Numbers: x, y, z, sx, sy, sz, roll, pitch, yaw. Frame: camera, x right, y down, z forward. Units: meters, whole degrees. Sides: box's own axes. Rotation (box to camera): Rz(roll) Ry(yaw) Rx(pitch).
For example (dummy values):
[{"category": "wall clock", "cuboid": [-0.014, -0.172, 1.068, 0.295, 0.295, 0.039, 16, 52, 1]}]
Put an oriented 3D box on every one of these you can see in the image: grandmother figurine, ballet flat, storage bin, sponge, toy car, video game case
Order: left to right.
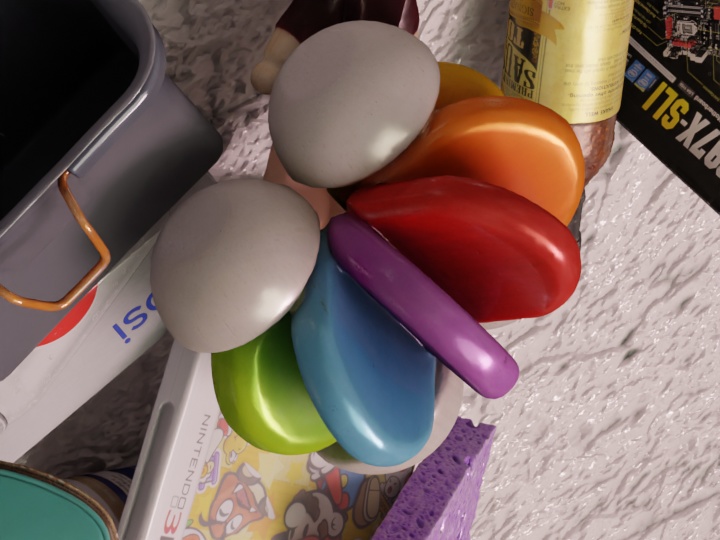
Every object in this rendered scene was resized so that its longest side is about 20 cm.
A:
[{"category": "ballet flat", "cuboid": [-0.207, 0.115, 1.105, 0.200, 0.071, 0.065, 7, 164, -10]}, {"category": "storage bin", "cuboid": [-0.151, -0.037, 1.100, 0.200, 0.146, 0.134, -46, 155, 4]}, {"category": "video game case", "cuboid": [-0.046, 0.124, 1.286, 0.200, 0.023, 0.182, 18, 88, -53]}, {"category": "grandmother figurine", "cuboid": [-0.004, -0.103, 1.193, 0.121, 0.061, 0.200, -23, 128, -64]}, {"category": "toy car", "cuboid": [0.022, 0.003, 1.120, 0.200, 0.150, 0.175, -53, 131, -9]}, {"category": "sponge", "cuboid": [0.028, 0.163, 1.354, 0.200, 0.030, 0.112, -49, 153, -66]}]

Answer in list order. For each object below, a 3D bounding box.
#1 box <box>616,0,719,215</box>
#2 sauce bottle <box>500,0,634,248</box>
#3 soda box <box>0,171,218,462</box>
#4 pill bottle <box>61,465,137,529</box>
[{"category": "box", "cuboid": [0.215, -0.111, 1.312, 0.160, 0.200, 0.049, -51, 143, 10]}, {"category": "sauce bottle", "cuboid": [0.104, -0.093, 1.308, 0.066, 0.066, 0.200, -14, 122, -34]}, {"category": "soda box", "cuboid": [-0.148, 0.020, 1.213, 0.200, 0.063, 0.068, -40, 145, -5]}, {"category": "pill bottle", "cuboid": [-0.082, 0.157, 1.374, 0.200, 0.116, 0.116, -8, 132, -40]}]
